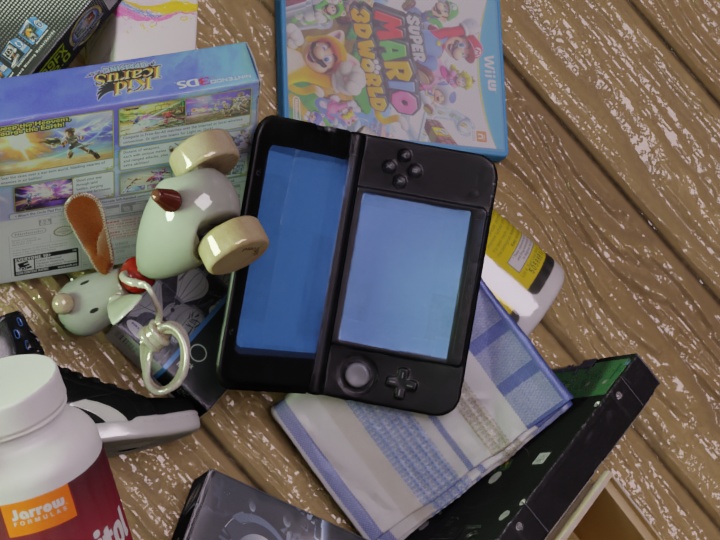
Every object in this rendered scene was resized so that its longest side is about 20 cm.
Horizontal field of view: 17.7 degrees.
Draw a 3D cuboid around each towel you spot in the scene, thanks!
[{"bbox_3d":[0.046,0.105,1.775,0.200,0.024,0.147,-38,90,6],"label":"towel"}]

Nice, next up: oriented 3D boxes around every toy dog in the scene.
[{"bbox_3d":[-0.156,-0.014,1.646,0.132,0.201,0.096,46,23,30],"label":"toy dog"}]

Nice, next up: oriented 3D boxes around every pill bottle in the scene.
[{"bbox_3d":[-0.223,0.167,1.605,0.112,0.113,0.201,-27,115,-27],"label":"pill bottle"},{"bbox_3d":[0.054,-0.020,1.822,0.200,0.111,0.112,40,63,-7],"label":"pill bottle"}]

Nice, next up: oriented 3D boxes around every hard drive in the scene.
[{"bbox_3d":[0.131,0.150,1.784,0.038,0.139,0.200,49,61,-17],"label":"hard drive"}]

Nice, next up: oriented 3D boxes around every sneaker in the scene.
[{"bbox_3d":[-0.219,0.081,1.699,0.198,0.073,0.113,-6,77,-22],"label":"sneaker"}]

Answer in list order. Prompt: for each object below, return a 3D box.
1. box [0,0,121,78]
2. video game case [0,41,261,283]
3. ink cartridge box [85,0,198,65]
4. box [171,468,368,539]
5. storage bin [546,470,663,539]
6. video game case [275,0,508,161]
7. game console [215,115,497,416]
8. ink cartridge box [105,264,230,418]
[{"bbox_3d":[-0.280,-0.199,1.707,0.160,0.044,0.200,37,82,15],"label":"box"},{"bbox_3d":[-0.176,-0.077,1.688,0.198,0.182,0.046,-10,54,-13],"label":"video game case"},{"bbox_3d":[-0.168,-0.190,1.781,0.067,0.117,0.202,7,71,-18],"label":"ink cartridge box"},{"bbox_3d":[-0.057,0.262,1.724,0.199,0.044,0.161,26,66,-13],"label":"box"},{"bbox_3d":[0.162,0.294,1.756,0.199,0.093,0.200,51,61,-19],"label":"storage bin"},{"bbox_3d":[0.026,-0.168,1.911,0.198,0.018,0.144,5,71,-21],"label":"video game case"},{"bbox_3d":[0.000,0.000,1.705,0.174,0.116,0.202,10,93,6],"label":"game console"},{"bbox_3d":[-0.098,0.010,1.792,0.099,0.039,0.200,42,62,-5],"label":"ink cartridge box"}]
